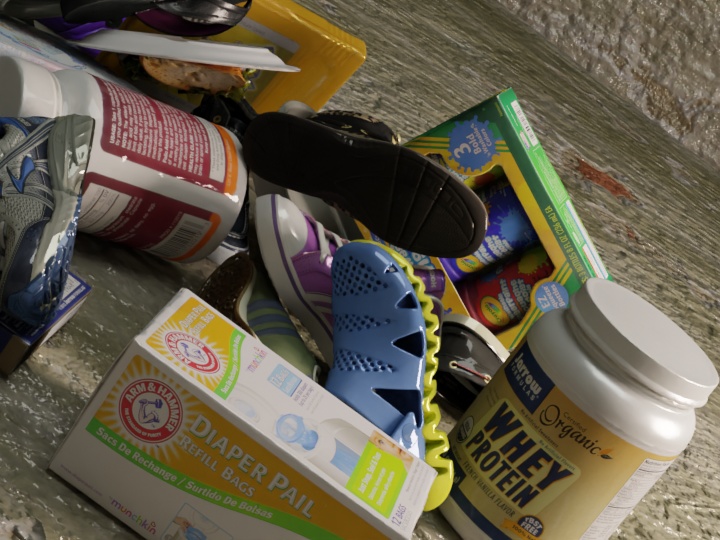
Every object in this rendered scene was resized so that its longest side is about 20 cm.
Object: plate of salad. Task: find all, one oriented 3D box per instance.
[{"bbox_3d":[-0.150,-0.172,1.361,0.199,0.048,0.200,6,9,-1],"label":"plate of salad"}]

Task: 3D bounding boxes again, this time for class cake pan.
[{"bbox_3d":[-0.034,-0.048,1.395,0.200,0.037,0.201,53,23,-35],"label":"cake pan"}]

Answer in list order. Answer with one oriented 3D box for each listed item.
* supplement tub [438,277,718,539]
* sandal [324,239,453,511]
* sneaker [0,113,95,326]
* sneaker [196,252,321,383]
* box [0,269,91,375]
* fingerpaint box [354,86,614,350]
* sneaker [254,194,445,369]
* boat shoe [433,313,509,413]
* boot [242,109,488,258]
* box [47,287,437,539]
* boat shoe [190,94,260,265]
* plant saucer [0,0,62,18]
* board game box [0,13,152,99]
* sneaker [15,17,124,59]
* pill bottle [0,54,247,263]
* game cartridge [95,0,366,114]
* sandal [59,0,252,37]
[{"bbox_3d":[0.158,0.119,1.206,0.144,0.200,0.145,31,20,-12],"label":"supplement tub"},{"bbox_3d":[0.009,0.078,1.141,0.087,0.079,0.201,-10,88,-40],"label":"sandal"},{"bbox_3d":[-0.224,-0.036,1.039,0.085,0.077,0.200,10,33,-11],"label":"sneaker"},{"bbox_3d":[-0.072,0.063,1.172,0.090,0.067,0.200,45,10,-21],"label":"sneaker"},{"bbox_3d":[-0.279,-0.020,1.043,0.200,0.032,0.121,38,19,-2],"label":"box"},{"bbox_3d":[0.100,-0.031,1.406,0.201,0.166,0.073,62,20,-3],"label":"fingerpaint box"},{"bbox_3d":[0.000,0.000,1.222,0.201,0.114,0.073,56,19,-45],"label":"sneaker"},{"bbox_3d":[0.129,0.121,1.371,0.201,0.074,0.063,41,56,-20],"label":"boat shoe"},{"bbox_3d":[0.016,-0.076,1.282,0.199,0.074,0.151,20,12,9],"label":"boot"},{"bbox_3d":[-0.069,0.119,0.974,0.200,0.102,0.113,36,19,0],"label":"box"},{"bbox_3d":[-0.121,-0.087,1.375,0.071,0.091,0.201,23,23,-30],"label":"boat shoe"},{"bbox_3d":[-0.253,-0.247,1.337,0.200,0.199,0.051,-3,81,-61],"label":"plant saucer"},{"bbox_3d":[-0.290,-0.177,1.301,0.198,0.044,0.200,18,11,-39],"label":"board game box"},{"bbox_3d":[-0.263,-0.255,1.507,0.199,0.100,0.070,23,25,-31],"label":"sneaker"},{"bbox_3d":[-0.194,-0.083,1.211,0.199,0.114,0.114,20,25,-40],"label":"pill bottle"},{"bbox_3d":[-0.124,-0.191,1.488,0.199,0.176,0.033,26,41,-25],"label":"game cartridge"},{"bbox_3d":[-0.152,-0.219,1.353,0.200,0.075,0.048,-13,85,-25],"label":"sandal"}]
